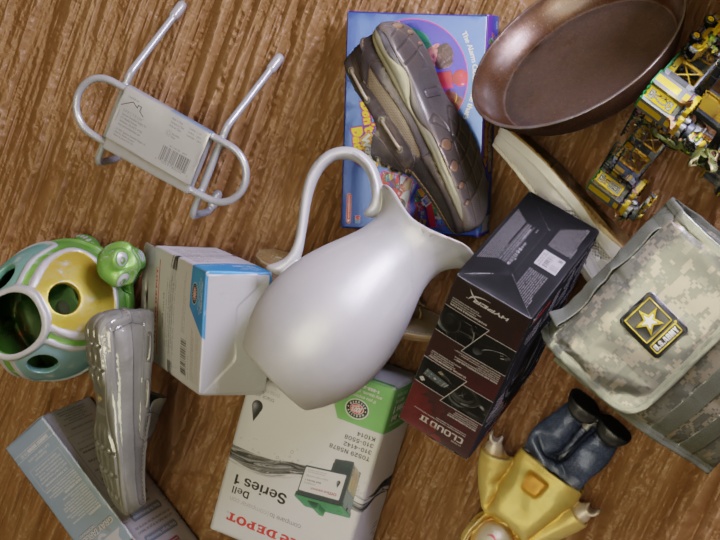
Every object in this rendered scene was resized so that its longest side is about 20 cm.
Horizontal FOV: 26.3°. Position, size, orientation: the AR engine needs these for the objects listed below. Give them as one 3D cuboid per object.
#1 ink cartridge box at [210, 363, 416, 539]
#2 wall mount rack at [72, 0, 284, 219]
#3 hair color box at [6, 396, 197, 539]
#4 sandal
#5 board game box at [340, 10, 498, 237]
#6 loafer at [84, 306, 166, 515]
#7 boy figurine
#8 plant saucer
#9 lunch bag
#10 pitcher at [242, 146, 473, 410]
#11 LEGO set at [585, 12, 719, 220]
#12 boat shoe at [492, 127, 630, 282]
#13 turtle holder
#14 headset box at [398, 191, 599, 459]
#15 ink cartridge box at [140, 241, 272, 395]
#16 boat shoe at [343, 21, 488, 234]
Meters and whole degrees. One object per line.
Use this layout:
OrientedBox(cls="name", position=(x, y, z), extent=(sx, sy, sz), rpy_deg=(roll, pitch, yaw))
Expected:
OrientedBox(cls="ink cartridge box", position=(-0.044, 0.174, 1.474), extent=(0.146, 0.084, 0.201), rpy_deg=(19, 102, 16))
OrientedBox(cls="wall mount rack", position=(-0.170, -0.154, 1.484), extent=(0.200, 0.075, 0.174), rpy_deg=(29, 109, 13))
OrientedBox(cls="hair color box", position=(-0.253, 0.230, 1.542), extent=(0.061, 0.099, 0.200), rpy_deg=(-41, 83, 19))
OrientedBox(cls="sandal", position=(-0.002, 0.001, 1.441), extent=(0.211, 0.078, 0.070), rpy_deg=(19, 112, 20))
OrientedBox(cls="board game box", position=(0.054, -0.136, 1.422), extent=(0.134, 0.045, 0.201), rpy_deg=(5, 99, 18))
OrientedBox(cls="loafer", position=(-0.216, 0.134, 1.467), extent=(0.070, 0.070, 0.201), rpy_deg=(23, 118, 59))
OrientedBox(cls="boy figurine", position=(0.156, 0.200, 1.423), extent=(0.124, 0.064, 0.200), rpy_deg=(42, 104, 6))
OrientedBox(cls="plant saucer", position=(0.189, -0.181, 1.308), extent=(0.200, 0.201, 0.035), rpy_deg=(-25, 126, 20))
OrientedBox(cls="lunch bag", position=(0.270, 0.051, 1.293), extent=(0.200, 0.118, 0.164), rpy_deg=(33, 110, -29))
OrientedBox(cls="pitcher", position=(-0.023, 0.006, 1.356), extent=(0.200, 0.121, 0.172), rpy_deg=(-45, 78, 0))
OrientedBox(cls="LEGO set", position=(0.286, -0.107, 1.275), extent=(0.116, 0.154, 0.200), rpy_deg=(39, 146, 10))
OrientedBox(cls="boat shoe", position=(0.178, -0.043, 1.379), extent=(0.069, 0.071, 0.200), rpy_deg=(-42, 84, 17))
OrientedBox(cls="turtle holder", position=(-0.289, 0.040, 1.511), extent=(0.185, 0.132, 0.141), rpy_deg=(0, 97, 21))
OrientedBox(cls="headset box", position=(0.117, 0.055, 1.343), extent=(0.077, 0.149, 0.200), rpy_deg=(32, 134, 12))
OrientedBox(cls="ink cartridge box", position=(-0.151, 0.041, 1.469), extent=(0.068, 0.200, 0.116), rpy_deg=(1, 99, -25))
OrientedBox(cls="boat shoe", position=(0.049, -0.121, 1.372), extent=(0.073, 0.074, 0.201), rpy_deg=(-27, 83, 32))
